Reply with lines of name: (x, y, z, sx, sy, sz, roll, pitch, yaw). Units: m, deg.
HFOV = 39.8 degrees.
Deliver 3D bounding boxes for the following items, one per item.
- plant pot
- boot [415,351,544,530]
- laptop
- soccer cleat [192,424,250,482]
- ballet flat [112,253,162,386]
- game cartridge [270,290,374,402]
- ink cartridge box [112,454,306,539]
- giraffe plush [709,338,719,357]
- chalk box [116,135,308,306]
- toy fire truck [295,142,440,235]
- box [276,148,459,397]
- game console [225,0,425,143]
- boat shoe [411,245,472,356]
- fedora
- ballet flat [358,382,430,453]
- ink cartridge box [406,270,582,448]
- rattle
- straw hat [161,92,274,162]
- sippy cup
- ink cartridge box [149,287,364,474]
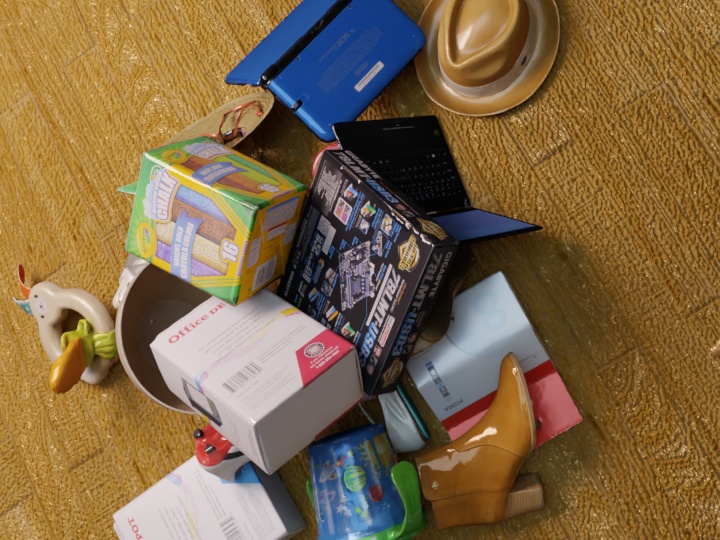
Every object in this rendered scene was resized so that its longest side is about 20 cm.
plant pot: (-0.219, 0.076, 1.242, 0.197, 0.134, 0.205, 4, 82, -27)
boot: (0.132, 0.203, 1.156, 0.141, 0.071, 0.205, -9, 102, 2)
laptop: (0.089, -0.109, 1.164, 0.103, 0.175, 0.203, -33, 73, 47)
soccer cleat: (-0.108, 0.171, 1.181, 0.199, 0.086, 0.069, -40, 44, -8)
ballet flat: (-0.294, 0.057, 1.316, 0.063, 0.067, 0.204, -9, 80, -31)
game cartridge: (-0.058, 0.097, 1.227, 0.197, 0.040, 0.136, 3, 87, 41)
ink cartridge box: (-0.191, 0.317, 1.252, 0.198, 0.085, 0.146, -35, 75, 8)
giraffe plush: (0.465, 0.116, 1.047, 0.170, 0.162, 0.204, -21, 79, 13)
chalk box: (-0.181, -0.071, 1.133, 0.197, 0.124, 0.126, 26, 116, 16)
toy fire truck: (-0.018, -0.058, 1.244, 0.200, 0.112, 0.168, -44, 93, 8)
box: (0.000, 0.000, 1.113, 0.198, 0.049, 0.203, 42, 124, 35)
game console: (-0.046, -0.267, 1.261, 0.170, 0.118, 0.200, 43, 74, -1)
boat shoe: (0.079, 0.019, 1.181, 0.073, 0.201, 0.067, 34, 133, -7)
fedora: (0.150, -0.294, 1.227, 0.196, 0.082, 0.205, -2, 83, 16)
ballet flat: (0.017, 0.133, 1.223, 0.069, 0.069, 0.203, -27, 80, 11)
ink cartridge box: (0.150, 0.128, 1.196, 0.158, 0.047, 0.202, -30, 75, 11)
rattle: (-0.428, 0.081, 1.315, 0.199, 0.143, 0.131, 38, 136, 9)
straw hat: (-0.177, -0.141, 1.296, 0.198, 0.202, 0.086, -23, 119, 12)
sippy cup: (-0.001, 0.254, 1.169, 0.175, 0.139, 0.133, -18, 86, 19)
ink cartridge box: (-0.114, 0.110, 1.101, 0.147, 0.087, 0.199, -35, 42, -27)
